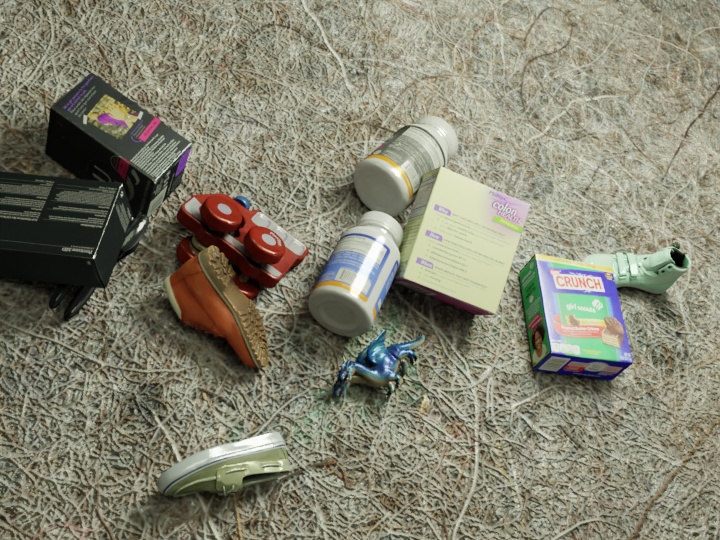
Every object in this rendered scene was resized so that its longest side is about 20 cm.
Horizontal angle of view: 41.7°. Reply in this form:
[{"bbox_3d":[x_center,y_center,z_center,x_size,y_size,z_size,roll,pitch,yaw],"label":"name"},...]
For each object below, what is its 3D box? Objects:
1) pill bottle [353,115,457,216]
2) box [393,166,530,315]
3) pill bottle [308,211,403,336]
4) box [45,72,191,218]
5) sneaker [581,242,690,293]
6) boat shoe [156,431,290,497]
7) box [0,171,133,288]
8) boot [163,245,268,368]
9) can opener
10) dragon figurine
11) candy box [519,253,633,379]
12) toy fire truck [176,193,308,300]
[{"bbox_3d":[0.086,-0.193,1.712,0.116,0.117,0.200,42,52,5],"label":"pill bottle"},{"bbox_3d":[0.167,-0.047,1.614,0.175,0.097,0.201,21,83,-13],"label":"box"},{"bbox_3d":[0.000,0.000,1.554,0.112,0.112,0.201,30,52,-4],"label":"pill bottle"},{"bbox_3d":[-0.384,-0.193,1.497,0.199,0.122,0.106,35,53,1],"label":"box"},{"bbox_3d":[0.525,-0.017,1.794,0.199,0.118,0.074,8,58,-18],"label":"sneaker"},{"bbox_3d":[-0.184,0.280,1.320,0.199,0.072,0.062,-14,63,-33],"label":"boat shoe"},{"bbox_3d":[-0.451,-0.060,1.372,0.198,0.079,0.142,6,52,6],"label":"box"},{"bbox_3d":[-0.217,0.072,1.442,0.201,0.107,0.075,60,14,-8],"label":"boot"},{"bbox_3d":[-0.397,-0.014,1.419,0.063,0.079,0.200,40,61,-6],"label":"can opener"},{"bbox_3d":[0.034,0.137,1.515,0.099,0.059,0.200,38,54,2],"label":"dragon figurine"},{"bbox_3d":[0.382,0.083,1.693,0.168,0.077,0.201,8,56,-19],"label":"candy box"},{"bbox_3d":[-0.191,-0.054,1.520,0.199,0.112,0.168,36,28,0],"label":"toy fire truck"}]
